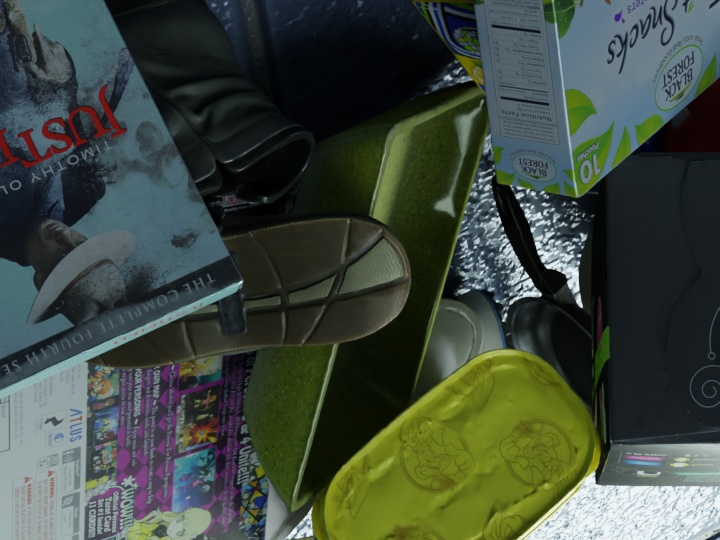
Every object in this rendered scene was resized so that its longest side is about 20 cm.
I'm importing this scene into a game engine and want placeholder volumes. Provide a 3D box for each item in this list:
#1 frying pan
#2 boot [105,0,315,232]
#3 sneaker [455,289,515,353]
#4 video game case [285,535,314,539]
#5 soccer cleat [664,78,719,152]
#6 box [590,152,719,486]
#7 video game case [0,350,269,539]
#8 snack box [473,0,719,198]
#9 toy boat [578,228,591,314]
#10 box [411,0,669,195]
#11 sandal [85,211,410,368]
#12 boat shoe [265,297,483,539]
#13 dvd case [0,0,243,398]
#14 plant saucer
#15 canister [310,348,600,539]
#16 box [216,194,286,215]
[{"bbox_3d":[0.109,0.029,1.509,0.031,0.115,0.191,-32,97,-23],"label":"frying pan"},{"bbox_3d":[-0.130,-0.058,1.181,0.199,0.131,0.068,-24,147,-15],"label":"boot"},{"bbox_3d":[0.036,0.099,1.517,0.072,0.072,0.201,2,124,-29],"label":"sneaker"},{"bbox_3d":[-0.116,0.220,1.524,0.199,0.022,0.182,-6,145,-33],"label":"video game case"},{"bbox_3d":[0.229,-0.109,1.414,0.200,0.068,0.085,-56,150,-26],"label":"soccer cleat"},{"bbox_3d":[0.182,0.030,1.341,0.123,0.150,0.200,0,169,4],"label":"box"},{"bbox_3d":[-0.130,0.096,1.334,0.180,0.036,0.201,-16,135,-23],"label":"video game case"},{"bbox_3d":[0.128,-0.142,1.264,0.200,0.053,0.143,-39,130,-44],"label":"snack box"},{"bbox_3d":[0.224,-0.010,1.500,0.130,0.131,0.200,22,113,-46],"label":"toy boat"},{"bbox_3d":[0.104,-0.113,1.343,0.200,0.064,0.070,46,58,-50],"label":"box"},{"bbox_3d":[-0.074,0.001,1.222,0.198,0.054,0.081,-2,106,6],"label":"sandal"},{"bbox_3d":[-0.016,0.082,1.466,0.200,0.060,0.072,-43,108,4],"label":"boat shoe"},{"bbox_3d":[-0.157,-0.053,1.130,0.145,0.201,0.022,-23,170,-16],"label":"dvd case"},{"bbox_3d":[0.000,0.000,1.325,0.200,0.048,0.201,-32,139,-69],"label":"plant saucer"},{"bbox_3d":[0.040,0.130,1.373,0.148,0.087,0.200,-39,170,-15],"label":"canister"},{"bbox_3d":[-0.141,0.009,1.310,0.199,0.046,0.160,-11,134,-28],"label":"box"}]
